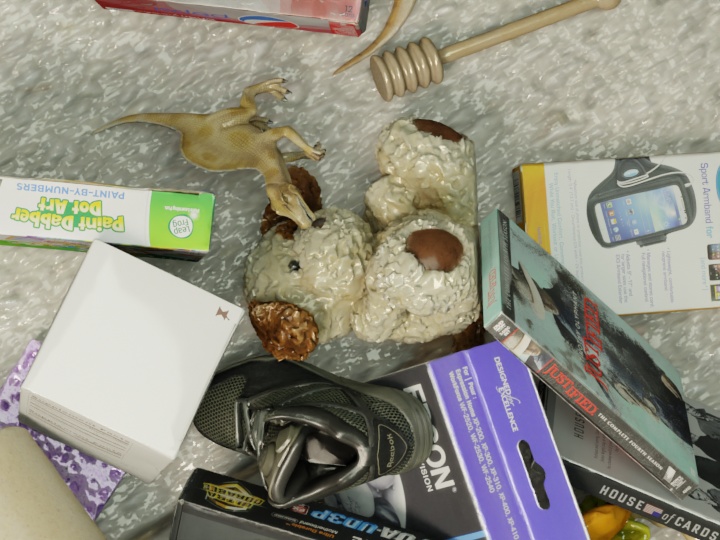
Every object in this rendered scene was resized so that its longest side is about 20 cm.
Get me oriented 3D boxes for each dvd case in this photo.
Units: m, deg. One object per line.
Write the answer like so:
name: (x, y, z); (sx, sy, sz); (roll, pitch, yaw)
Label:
dvd case: (0.160, 0.057, 1.480); (0.200, 0.146, 0.022); (40, 115, -19)
dvd case: (0.221, 0.133, 1.524); (0.200, 0.150, 0.025); (23, 119, -4)

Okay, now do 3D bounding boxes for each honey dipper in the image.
honey dipper: (0.105, -0.175, 1.578); (0.200, 0.038, 0.038); (-20, 89, -9)

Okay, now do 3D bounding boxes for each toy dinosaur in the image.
toy dinosaur: (0.042, -0.240, 1.572); (0.106, 0.060, 0.200); (0, 83, 21)
toy dinosaur: (-0.096, -0.099, 1.517); (0.200, 0.058, 0.101); (27, 41, 30)

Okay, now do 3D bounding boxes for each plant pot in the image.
plant pot: (-0.243, 0.214, 1.425); (0.200, 0.200, 0.184); (-29, 81, -7)

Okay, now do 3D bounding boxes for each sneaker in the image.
sneaker: (-0.060, 0.110, 1.467); (0.199, 0.114, 0.076); (11, 106, 37)

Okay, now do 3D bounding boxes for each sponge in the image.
sponge: (-0.244, 0.161, 1.525); (0.112, 0.030, 0.200); (32, 84, -4)

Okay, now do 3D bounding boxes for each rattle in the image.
rattle: (0.218, 0.255, 1.515); (0.130, 0.143, 0.200); (-15, 89, -4)

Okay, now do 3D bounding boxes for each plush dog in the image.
plush dog: (0.000, 0.000, 1.513); (0.172, 0.200, 0.161); (-3, 130, 5)

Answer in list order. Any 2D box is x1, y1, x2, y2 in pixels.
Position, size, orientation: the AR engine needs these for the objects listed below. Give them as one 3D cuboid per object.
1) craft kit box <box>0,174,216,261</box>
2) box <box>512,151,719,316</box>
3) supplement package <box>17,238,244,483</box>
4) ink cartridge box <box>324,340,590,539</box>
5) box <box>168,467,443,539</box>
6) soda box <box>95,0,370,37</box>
craft kit box: (-0.203, -0.037, 1.454); (0.197, 0.200, 0.049); (8, 87, -5)
box: (0.218, -0.026, 1.581); (0.200, 0.041, 0.119); (-4, 88, -9)
supplement package: (-0.159, 0.065, 1.425); (0.110, 0.200, 0.114); (26, 76, -5)
ink cartridge box: (0.060, 0.162, 1.486); (0.043, 0.200, 0.198); (-19, 89, -48)
box: (-0.042, 0.238, 1.481); (0.200, 0.046, 0.159); (16, 120, 4)
soda box: (-0.092, -0.217, 1.528); (0.200, 0.063, 0.070); (7, 87, 4)
